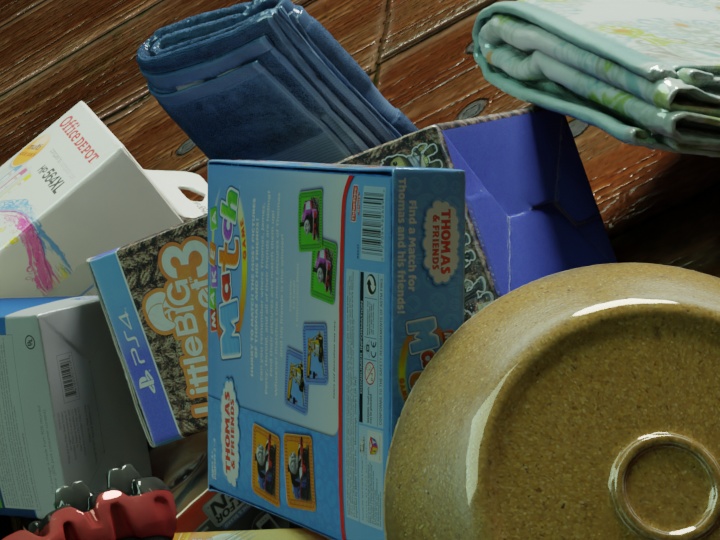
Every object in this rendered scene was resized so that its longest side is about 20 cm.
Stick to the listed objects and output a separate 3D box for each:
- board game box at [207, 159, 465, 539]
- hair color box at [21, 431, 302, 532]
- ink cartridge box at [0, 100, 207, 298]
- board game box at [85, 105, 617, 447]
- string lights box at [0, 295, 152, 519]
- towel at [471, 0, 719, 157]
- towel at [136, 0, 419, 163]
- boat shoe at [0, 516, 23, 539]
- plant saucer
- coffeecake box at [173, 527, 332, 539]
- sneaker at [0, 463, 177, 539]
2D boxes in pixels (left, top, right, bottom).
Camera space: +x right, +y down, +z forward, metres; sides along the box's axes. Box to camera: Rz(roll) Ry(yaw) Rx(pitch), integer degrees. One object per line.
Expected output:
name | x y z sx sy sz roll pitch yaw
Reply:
board game box | -0.015 0.031 0.980 0.036 0.152 0.200 -2 4 -25
hair color box | -0.114 0.121 1.229 0.111 0.064 0.200 -42 27 -10
ink cartridge box | -0.178 -0.001 1.439 0.200 0.125 0.129 -41 25 -3
board game box | 0.000 0.000 1.146 0.200 0.097 0.159 -20 -2 27
string lights box | -0.199 0.068 1.199 0.200 0.103 0.059 -1 9 43
towel | 0.168 -0.096 1.137 0.171 0.048 0.200 -2 18 -22
towel | -0.025 -0.062 1.261 0.111 0.200 0.049 -15 43 40
boat shoe | -0.195 0.185 1.151 0.200 0.072 0.068 -106 32 -59
plant saucer | 0.109 0.085 0.857 0.200 0.200 0.035 -48 -9 -20
coffeecake box | -0.052 0.184 0.966 0.199 0.073 0.154 -5 38 21
sneaker | -0.148 0.152 0.904 0.200 0.098 0.071 -20 -14 -25
